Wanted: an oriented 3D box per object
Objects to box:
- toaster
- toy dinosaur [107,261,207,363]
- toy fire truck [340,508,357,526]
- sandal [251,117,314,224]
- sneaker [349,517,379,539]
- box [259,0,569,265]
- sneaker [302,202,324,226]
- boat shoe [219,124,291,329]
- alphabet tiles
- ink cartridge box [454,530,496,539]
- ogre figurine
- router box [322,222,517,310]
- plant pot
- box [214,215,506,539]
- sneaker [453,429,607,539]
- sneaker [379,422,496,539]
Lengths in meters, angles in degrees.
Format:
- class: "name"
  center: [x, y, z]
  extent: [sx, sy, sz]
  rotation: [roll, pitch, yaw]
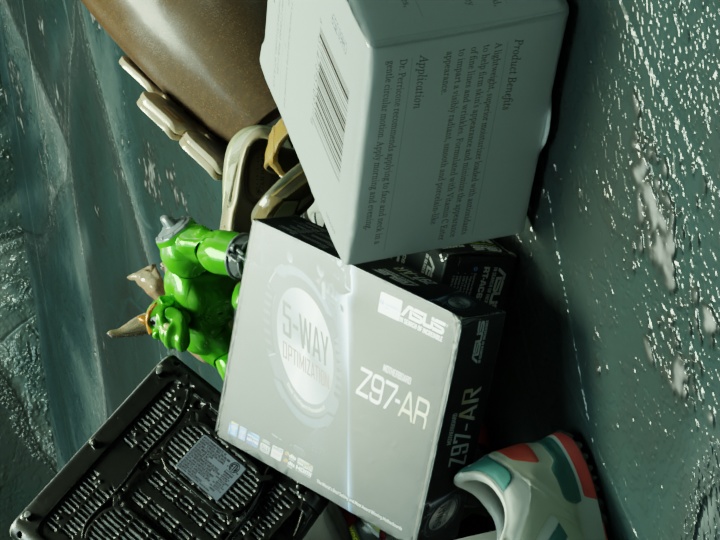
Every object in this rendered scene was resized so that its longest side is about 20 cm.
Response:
- class: "toaster"
  center: [-0.117, 0.190, 1.738]
  extent: [0.200, 0.181, 0.119]
  rotation: [36, 168, 25]
- class: "toy dinosaur"
  center: [-0.109, 0.041, 1.920]
  extent: [0.086, 0.200, 0.136]
  rotation: [-27, 90, 32]
- class: "toy fire truck"
  center: [-0.071, 0.212, 1.890]
  extent: [0.176, 0.128, 0.201]
  rotation: [-37, 73, 50]
- class: "sandal"
  center: [-0.034, -0.094, 1.716]
  extent: [0.054, 0.200, 0.080]
  rotation: [35, 136, 1]
- class: "sneaker"
  center: [-0.017, 0.159, 1.952]
  extent: [0.085, 0.074, 0.200]
  rotation: [-62, 36, 32]
- class: "box"
  center: [0.028, -0.148, 1.534]
  extent: [0.199, 0.130, 0.200]
  rotation: [98, 157, -48]
- class: "sneaker"
  center: [0.000, 0.000, 1.824]
  extent: [0.199, 0.079, 0.130]
  rotation: [160, 98, -74]
- class: "boat shoe"
  center: [-0.076, -0.009, 1.837]
  extent: [0.065, 0.072, 0.201]
  rotation: [-133, 44, -82]
- class: "alphabet tiles"
  center: [-0.109, -0.106, 1.972]
  extent: [0.196, 0.015, 0.200]
  rotation: [42, -167, 15]
- class: "ink cartridge box"
  center: [0.079, 0.294, 1.618]
  extent: [0.200, 0.144, 0.146]
  rotation: [-125, 27, -53]
- class: "ogre figurine"
  center: [-0.092, 0.031, 1.769]
  extent: [0.120, 0.098, 0.200]
  rotation: [29, 168, 25]
- class: "router box"
  center: [0.020, 0.048, 1.669]
  extent: [0.150, 0.062, 0.201]
  rotation: [39, 121, 49]
- class: "plant pot"
  center: [-0.103, -0.195, 1.923]
  extent: [0.200, 0.186, 0.187]
  rotation: [58, 158, 17]
- class: "box"
  center: [-0.004, 0.070, 1.601]
  extent: [0.200, 0.043, 0.161]
  rotation: [26, 112, 40]
- class: "sneaker"
  center: [0.118, 0.200, 1.517]
  extent: [0.070, 0.093, 0.200]
  rotation: [109, 147, -60]
- class: "sneaker"
  center: [0.061, 0.193, 1.751]
  extent: [0.201, 0.071, 0.098]
  rotation: [101, 156, -49]
